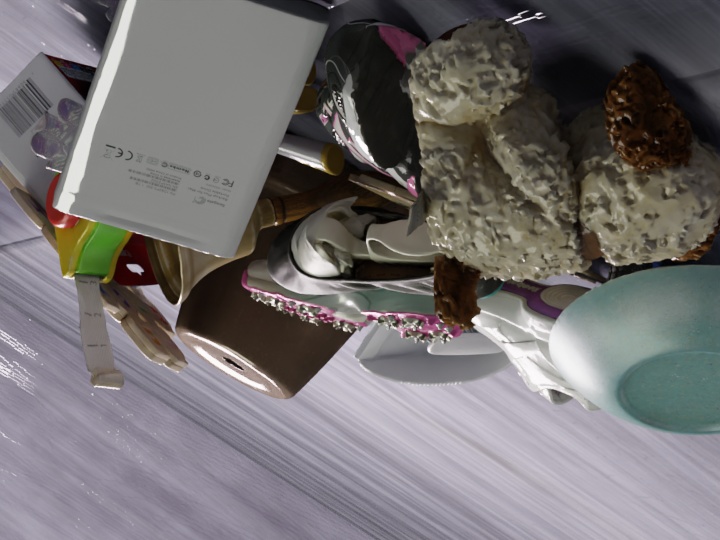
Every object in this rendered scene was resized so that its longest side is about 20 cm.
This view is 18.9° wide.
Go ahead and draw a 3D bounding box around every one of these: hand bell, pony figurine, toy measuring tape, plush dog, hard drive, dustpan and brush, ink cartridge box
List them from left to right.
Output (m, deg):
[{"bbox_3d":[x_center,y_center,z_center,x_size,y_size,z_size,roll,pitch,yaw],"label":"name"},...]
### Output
[{"bbox_3d":[-0.186,-0.016,1.577,0.073,0.201,0.074,-10,153,-5],"label":"toy measuring tape"},{"bbox_3d":[-0.198,-0.078,1.743,0.176,0.084,0.200,49,-172,6],"label":"ink cartridge box"},{"bbox_3d":[-0.131,-0.127,1.546,0.199,0.167,0.193,6,166,29],"label":"pony figurine"},{"bbox_3d":[-0.115,-0.107,1.443,0.131,0.200,0.026,16,-146,-13],"label":"hard drive"},{"bbox_3d":[-0.056,-0.046,1.623,0.199,0.105,0.104,-13,180,-18],"label":"hand bell"},{"bbox_3d":[0.113,0.056,1.798,0.199,0.140,0.057,3,-132,-32],"label":"dustpan and brush"},{"bbox_3d":[0.129,-0.048,1.275,0.171,0.161,0.200,-3,157,19],"label":"plush dog"}]

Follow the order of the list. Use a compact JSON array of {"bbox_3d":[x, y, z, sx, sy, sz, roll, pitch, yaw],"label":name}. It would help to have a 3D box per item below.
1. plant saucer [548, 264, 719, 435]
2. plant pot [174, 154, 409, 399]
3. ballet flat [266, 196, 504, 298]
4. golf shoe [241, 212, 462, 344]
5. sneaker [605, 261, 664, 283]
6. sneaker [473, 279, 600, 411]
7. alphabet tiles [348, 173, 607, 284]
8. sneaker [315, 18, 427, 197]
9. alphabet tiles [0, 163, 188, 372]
[{"bbox_3d":[0.226,0.067,1.456,0.200,0.039,0.201,4,146,3],"label":"plant saucer"},{"bbox_3d":[-0.063,0.004,1.786,0.200,0.175,0.200,29,166,8],"label":"plant pot"},{"bbox_3d":[0.009,-0.020,1.521,0.199,0.068,0.068,2,158,30],"label":"ballet flat"},{"bbox_3d":[0.000,0.000,1.651,0.199,0.092,0.075,7,169,33],"label":"golf shoe"},{"bbox_3d":[0.219,0.032,1.517,0.089,0.079,0.200,9,163,21],"label":"sneaker"},{"bbox_3d":[0.120,0.048,1.635,0.200,0.075,0.100,28,133,55],"label":"sneaker"},{"bbox_3d":[0.088,-0.029,1.582,0.166,0.006,0.200,22,179,35],"label":"alphabet tiles"},{"bbox_3d":[0.003,-0.107,1.425,0.086,0.080,0.200,27,166,23],"label":"sneaker"},{"bbox_3d":[-0.211,-0.002,1.705,0.200,0.015,0.196,49,-177,14],"label":"alphabet tiles"}]
